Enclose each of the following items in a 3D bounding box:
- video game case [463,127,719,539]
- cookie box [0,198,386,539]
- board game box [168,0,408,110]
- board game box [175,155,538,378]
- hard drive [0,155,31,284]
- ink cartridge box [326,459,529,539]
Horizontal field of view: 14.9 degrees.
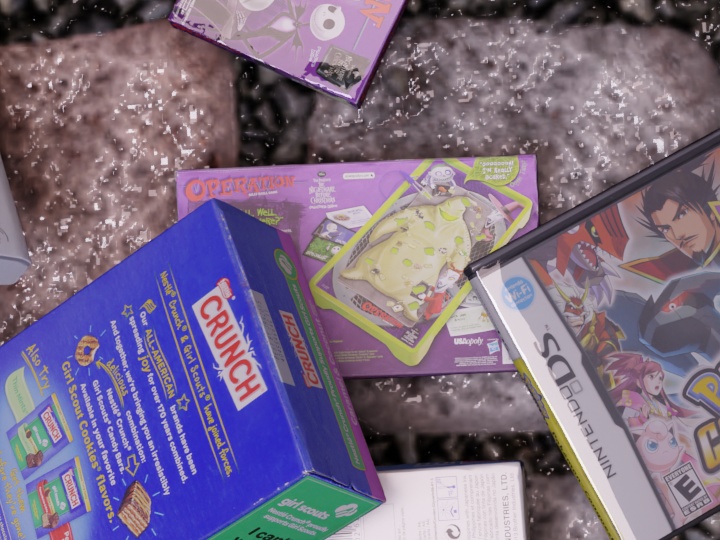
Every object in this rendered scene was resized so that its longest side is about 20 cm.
[{"bbox_3d":[0.185,0.031,1.491,0.200,0.026,0.181,-28,88,-9],"label":"video game case"},{"bbox_3d":[-0.106,0.090,1.445,0.200,0.075,0.171,-33,59,23],"label":"cookie box"},{"bbox_3d":[-0.013,-0.205,1.550,0.120,0.032,0.200,24,87,2],"label":"board game box"},{"bbox_3d":[0.000,0.000,1.520,0.200,0.032,0.120,-2,89,3],"label":"board game box"},{"bbox_3d":[-0.258,-0.088,1.478,0.027,0.132,0.200,-42,54,35],"label":"hard drive"},{"bbox_3d":[-0.006,0.175,1.488,0.200,0.076,0.137,-4,83,3],"label":"ink cartridge box"}]
